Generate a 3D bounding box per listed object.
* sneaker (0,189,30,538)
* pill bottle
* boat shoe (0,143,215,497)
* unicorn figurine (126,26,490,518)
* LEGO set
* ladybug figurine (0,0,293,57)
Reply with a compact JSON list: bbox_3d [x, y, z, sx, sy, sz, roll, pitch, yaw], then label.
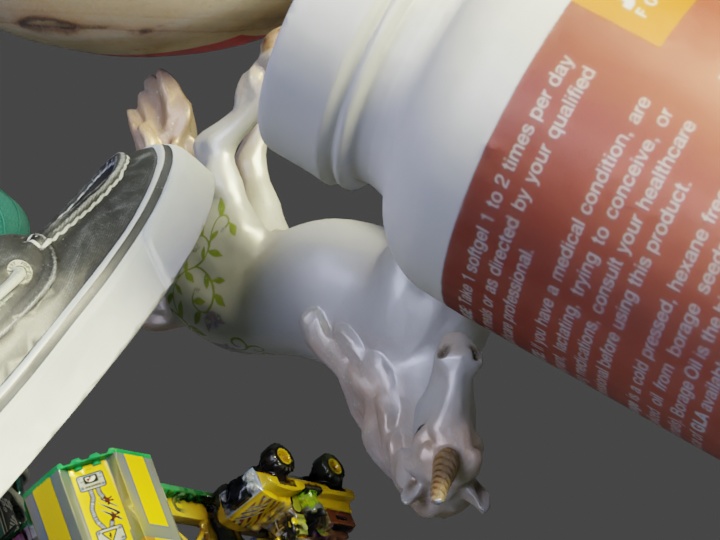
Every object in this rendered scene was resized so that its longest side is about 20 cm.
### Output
[{"bbox_3d":[-0.134,0.069,0.820,0.080,0.071,0.201,13,76,17],"label":"sneaker"},{"bbox_3d":[0.079,-0.023,0.659,0.200,0.112,0.112,29,89,13],"label":"pill bottle"},{"bbox_3d":[-0.112,0.019,0.706,0.072,0.068,0.200,-33,17,51],"label":"boat shoe"},{"bbox_3d":[0.000,0.000,0.766,0.200,0.074,0.138,7,76,49],"label":"unicorn figurine"},{"bbox_3d":[-0.068,0.148,0.699,0.200,0.154,0.116,-36,58,19],"label":"LEGO set"},{"bbox_3d":[-0.067,-0.129,0.841,0.200,0.072,0.136,11,75,32],"label":"ladybug figurine"}]
